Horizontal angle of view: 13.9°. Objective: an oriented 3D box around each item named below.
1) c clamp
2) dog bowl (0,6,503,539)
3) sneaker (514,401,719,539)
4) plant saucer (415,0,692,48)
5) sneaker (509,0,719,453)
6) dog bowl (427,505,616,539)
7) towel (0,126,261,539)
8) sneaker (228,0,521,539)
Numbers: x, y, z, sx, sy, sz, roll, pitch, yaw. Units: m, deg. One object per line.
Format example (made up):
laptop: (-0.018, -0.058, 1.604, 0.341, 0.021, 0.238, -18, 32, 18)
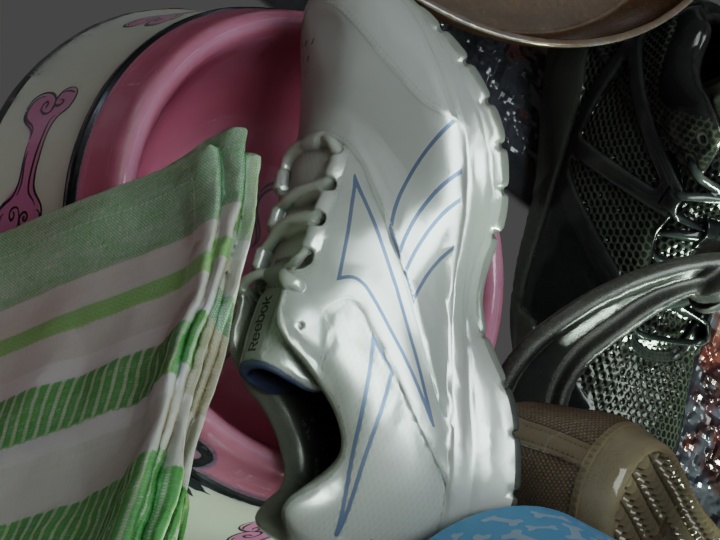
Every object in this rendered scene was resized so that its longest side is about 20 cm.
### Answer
c clamp: (0.141, 0.058, 1.117, 0.171, 0.027, 0.200, -39, 127, 5)
dog bowl: (-0.035, -0.003, 1.032, 0.200, 0.074, 0.201, 9, 75, -36)
sneaker: (0.085, 0.103, 1.075, 0.071, 0.075, 0.200, -56, 151, -23)
plant saucer: (0.051, -0.168, 1.132, 0.200, 0.034, 0.201, 10, 62, -21)
sneaker: (0.119, -0.010, 1.125, 0.076, 0.114, 0.200, 14, 78, -34)
dog bowl: (0.082, 0.145, 0.981, 0.200, 0.050, 0.112, 28, 103, -35)
towel: (-0.103, 0.055, 0.886, 0.023, 0.152, 0.200, 43, 41, -33)
sneaker: (0.000, 0.000, 0.969, 0.087, 0.074, 0.201, -1, 79, -32)
